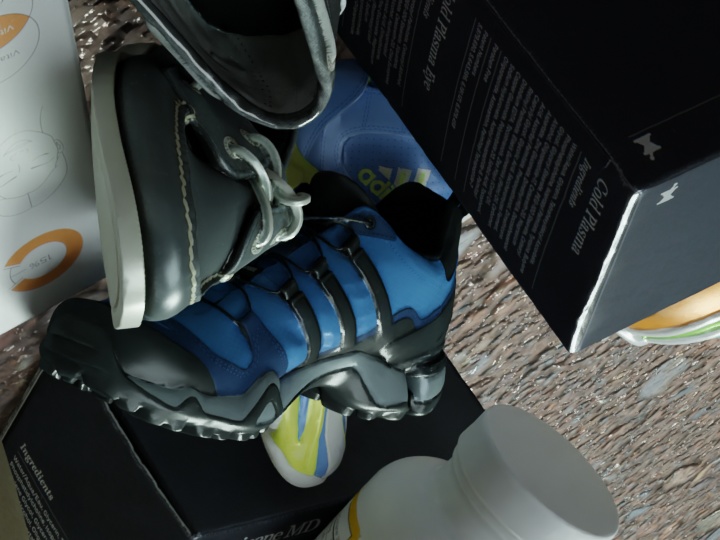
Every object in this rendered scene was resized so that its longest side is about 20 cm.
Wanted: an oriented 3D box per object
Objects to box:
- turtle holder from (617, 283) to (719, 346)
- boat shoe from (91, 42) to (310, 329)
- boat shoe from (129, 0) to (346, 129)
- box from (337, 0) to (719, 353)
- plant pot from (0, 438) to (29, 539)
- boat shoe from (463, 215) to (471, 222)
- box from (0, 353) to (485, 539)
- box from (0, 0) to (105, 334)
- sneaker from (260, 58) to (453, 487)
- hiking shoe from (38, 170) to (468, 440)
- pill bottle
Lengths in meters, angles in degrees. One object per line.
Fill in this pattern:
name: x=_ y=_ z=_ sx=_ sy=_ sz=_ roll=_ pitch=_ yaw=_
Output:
turtle holder: x=0.154 y=-0.045 z=0.984 sx=0.141 sy=0.186 sz=0.132 roll=34 pitch=112 yaw=-30
boat shoe: x=-0.047 y=-0.034 z=0.636 sx=0.062 sy=0.073 sz=0.200 roll=-2 pitch=-165 yaw=-2
boat shoe: x=-0.055 y=-0.108 z=0.556 sx=0.074 sy=0.068 sz=0.199 roll=-11 pitch=147 yaw=11
box: x=0.114 y=-0.101 z=0.751 sx=0.200 sy=0.182 sz=0.104 roll=-24 pitch=153 yaw=-21
plant pot: x=-0.190 y=0.123 z=0.751 sx=0.187 sy=0.200 sz=0.187 roll=-28 pitch=154 yaw=-15
boat shoe: x=0.070 y=-0.079 z=0.867 sx=0.200 sy=0.071 sz=0.069 roll=-36 pitch=157 yaw=5
box: x=-0.071 y=0.117 z=0.985 sx=0.200 sy=0.124 sz=0.197 roll=-10 pitch=143 yaw=-43
box: x=-0.153 y=-0.055 z=0.599 sx=0.124 sy=0.098 sz=0.200 roll=-28 pitch=154 yaw=-16
sneaker: x=0.000 y=0.000 z=0.831 sx=0.105 sy=0.076 sz=0.200 roll=-12 pitch=128 yaw=-6
hiking shoe: x=-0.034 y=0.005 z=0.720 sx=0.200 sy=0.074 sz=0.087 roll=-3 pitch=110 yaw=-58
pill bottle: x=0.017 y=0.150 z=0.886 sx=0.200 sy=0.104 sz=0.104 roll=-48 pitch=152 yaw=22
